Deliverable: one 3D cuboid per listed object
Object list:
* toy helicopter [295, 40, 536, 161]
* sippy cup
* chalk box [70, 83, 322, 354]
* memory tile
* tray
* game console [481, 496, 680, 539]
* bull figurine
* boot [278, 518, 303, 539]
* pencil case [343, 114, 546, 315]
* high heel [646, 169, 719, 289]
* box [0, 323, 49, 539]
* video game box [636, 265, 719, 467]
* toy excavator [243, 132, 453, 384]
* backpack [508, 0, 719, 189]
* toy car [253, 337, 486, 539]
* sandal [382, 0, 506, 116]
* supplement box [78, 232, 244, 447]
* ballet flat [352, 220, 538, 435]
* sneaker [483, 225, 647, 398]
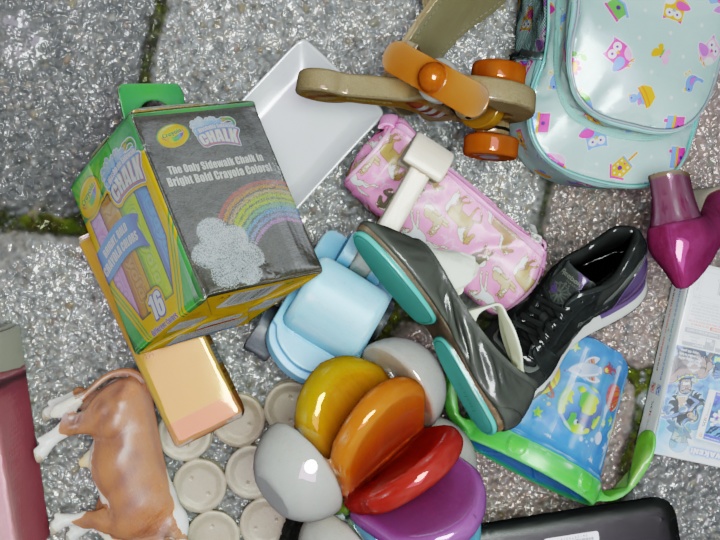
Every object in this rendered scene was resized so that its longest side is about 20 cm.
[{"bbox_3d":[0.043,-0.143,0.801,0.198,0.132,0.080,7,90,8],"label":"toy helicopter"},{"bbox_3d":[0.173,0.121,0.887,0.178,0.139,0.131,36,76,-39],"label":"sippy cup"},{"bbox_3d":[-0.142,-0.056,0.797,0.124,0.124,0.201,-13,75,-43],"label":"chalk box"},{"bbox_3d":[-0.094,0.210,0.916,0.152,0.017,0.202,-14,93,-5],"label":"memory tile"},{"bbox_3d":[-0.082,-0.102,0.894,0.107,0.022,0.200,43,88,9],"label":"tray"},{"bbox_3d":[0.187,0.303,0.907,0.198,0.116,0.178,-8,85,-5],"label":"game console"},{"bbox_3d":[-0.215,0.190,0.877,0.120,0.065,0.202,-11,87,1],"label":"bull figurine"},{"bbox_3d":[-0.007,0.269,0.894,0.138,0.077,0.201,35,85,-21],"label":"boot"},{"bbox_3d":[0.076,-0.050,0.888,0.200,0.083,0.087,39,85,-5],"label":"pencil case"},{"bbox_3d":[0.297,-0.027,0.867,0.067,0.199,0.097,-11,80,38],"label":"high heel"},{"bbox_3d":[-0.352,0.156,0.843,0.127,0.109,0.202,-8,93,-4],"label":"box"},{"bbox_3d":[0.381,0.101,0.941,0.198,0.047,0.184,13,89,-5],"label":"video game box"},{"bbox_3d":[0.000,0.000,0.830,0.099,0.200,0.195,32,68,-5],"label":"toy excavator"},{"bbox_3d":[0.221,-0.169,0.866,0.174,0.153,0.202,9,99,-10],"label":"backpack"},{"bbox_3d":[0.030,0.163,0.772,0.175,0.149,0.201,-38,120,-28],"label":"toy car"},{"bbox_3d":[0.071,-0.243,0.887,0.070,0.078,0.212,37,92,38],"label":"sandal"},{"bbox_3d":[-0.173,0.050,0.869,0.066,0.069,0.201,-25,91,-4],"label":"supplement box"},{"bbox_3d":[0.072,0.033,0.767,0.068,0.068,0.201,-37,101,-17],"label":"ballet flat"},{"bbox_3d":[0.156,0.032,0.820,0.200,0.088,0.076,-39,61,-13],"label":"sneaker"}]
